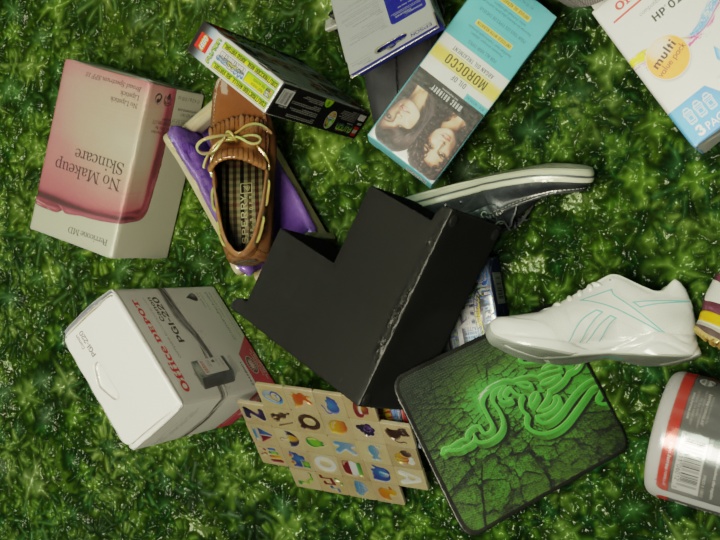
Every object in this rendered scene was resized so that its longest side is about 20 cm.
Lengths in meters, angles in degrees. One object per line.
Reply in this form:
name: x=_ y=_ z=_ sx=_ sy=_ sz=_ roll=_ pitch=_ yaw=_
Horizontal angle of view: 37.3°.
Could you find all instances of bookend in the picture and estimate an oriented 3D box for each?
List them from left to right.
bookend: x=0.000 y=0.000 z=1.044 sx=0.199 sy=0.092 sz=0.200 roll=32 pitch=101 yaw=37

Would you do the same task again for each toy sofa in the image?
toy sofa: x=-0.120 y=-0.092 z=1.154 sx=0.083 sy=0.097 sz=0.201 roll=-35 pitch=76 yaw=22

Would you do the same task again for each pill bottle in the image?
pill bottle: x=0.357 y=0.166 z=0.925 sx=0.198 sy=0.116 sz=0.117 roll=14 pitch=97 yaw=24

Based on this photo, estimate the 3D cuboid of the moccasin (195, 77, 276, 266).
moccasin: x=-0.126 y=-0.107 z=1.085 sx=0.073 sy=0.078 sz=0.204 roll=0 pitch=78 yaw=5

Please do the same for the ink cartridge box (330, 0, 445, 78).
ink cartridge box: x=0.023 y=-0.262 z=1.054 sx=0.099 sy=0.039 sz=0.201 roll=-26 pitch=45 yaw=16

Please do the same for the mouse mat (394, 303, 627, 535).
mouse mat: x=0.144 y=0.136 z=1.007 sx=0.162 sy=0.199 sz=0.008 roll=63 pitch=156 yaw=9

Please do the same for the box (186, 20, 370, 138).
box: x=-0.076 y=-0.188 z=1.074 sx=0.110 sy=0.200 sz=0.035 roll=40 pitch=105 yaw=20

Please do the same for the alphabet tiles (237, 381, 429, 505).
alphabet tiles: x=-0.029 y=0.181 z=1.109 sx=0.198 sy=0.006 sz=0.167 roll=5 pitch=133 yaw=25

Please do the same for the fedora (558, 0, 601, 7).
fedora: x=0.212 y=-0.323 z=0.978 sx=0.176 sy=0.090 sz=0.202 roll=-9 pitch=59 yaw=53

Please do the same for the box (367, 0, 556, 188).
box: x=0.097 y=-0.185 z=1.038 sx=0.082 sy=0.049 sz=0.201 roll=36 pitch=91 yaw=2

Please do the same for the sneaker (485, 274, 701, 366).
sneaker: x=0.216 y=0.047 z=1.002 sx=0.198 sy=0.070 sz=0.081 roll=0 pitch=77 yaw=0

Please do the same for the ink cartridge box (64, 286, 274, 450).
ink cartridge box: x=-0.199 y=0.097 z=1.137 sx=0.085 sy=0.200 sz=0.146 roll=-40 pitch=76 yaw=20

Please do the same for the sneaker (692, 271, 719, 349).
sneaker: x=0.398 y=0.056 z=0.927 sx=0.199 sy=0.075 sz=0.091 roll=24 pitch=92 yaw=16

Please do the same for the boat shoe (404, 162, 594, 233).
boat shoe: x=0.137 y=-0.065 z=1.049 sx=0.198 sy=0.074 sz=0.063 roll=-12 pitch=94 yaw=28

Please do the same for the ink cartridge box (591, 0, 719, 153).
ink cartridge box: x=0.294 y=-0.222 z=0.971 sx=0.115 sy=0.068 sz=0.201 roll=-39 pitch=75 yaw=21

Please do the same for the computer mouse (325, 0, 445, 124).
computer mouse: x=0.039 y=-0.202 z=1.100 sx=0.137 sy=0.053 sz=0.202 roll=-15 pitch=85 yaw=24

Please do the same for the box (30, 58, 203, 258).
box: x=-0.278 y=-0.125 z=1.220 sx=0.127 sy=0.109 sz=0.202 roll=18 pitch=98 yaw=23

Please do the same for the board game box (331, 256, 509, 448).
board game box: x=0.059 y=0.102 z=1.093 sx=0.198 sy=0.062 sz=0.202 roll=-12 pitch=86 yaw=24
